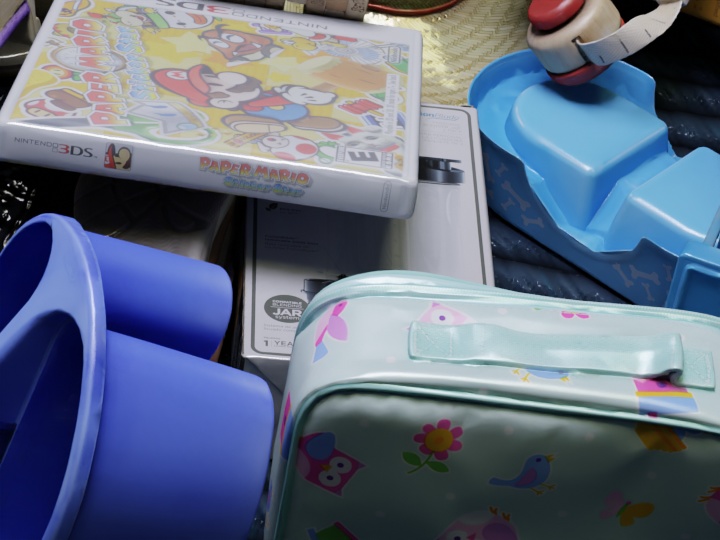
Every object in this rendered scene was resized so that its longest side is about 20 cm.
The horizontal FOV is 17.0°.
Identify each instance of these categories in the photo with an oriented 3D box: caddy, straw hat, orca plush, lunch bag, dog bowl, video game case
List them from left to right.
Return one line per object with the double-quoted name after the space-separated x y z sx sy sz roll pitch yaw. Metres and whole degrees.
-0.163 -0.058 1.128 0.105 0.071 0.200 23 41 16 "orca plush"
-0.115 0.076 0.887 0.105 0.200 0.142 11 33 -26 "caddy"
-0.062 -0.083 1.104 0.181 0.023 0.200 8 25 -1 "video game case"
0.017 -0.182 1.269 0.200 0.085 0.202 1 57 -2 "straw hat"
0.065 0.078 0.940 0.199 0.161 0.077 6 39 -3 "lunch bag"
0.138 -0.038 1.188 0.200 0.050 0.111 34 44 27 "dog bowl"

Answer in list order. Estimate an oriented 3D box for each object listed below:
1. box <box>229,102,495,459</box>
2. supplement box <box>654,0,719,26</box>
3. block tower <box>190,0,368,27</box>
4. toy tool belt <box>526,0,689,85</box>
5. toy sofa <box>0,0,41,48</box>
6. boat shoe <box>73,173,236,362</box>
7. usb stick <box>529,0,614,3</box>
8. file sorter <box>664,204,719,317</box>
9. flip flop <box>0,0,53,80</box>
0.000 0.000 1.102 0.116 0.060 0.200 4 40 -7 "box"
0.168 -0.187 1.333 0.200 0.069 0.066 26 27 36 "supplement box"
-0.092 -0.168 1.190 0.199 0.058 0.054 10 60 -4 "block tower"
0.115 -0.205 1.216 0.125 0.123 0.200 -5 45 48 "toy tool belt"
-0.221 -0.078 1.113 0.082 0.098 0.200 10 38 12 "toy sofa"
-0.091 0.005 1.070 0.075 0.072 0.200 2 44 9 "boat shoe"
0.043 -0.162 1.332 0.199 0.033 0.056 15 40 7 "usb stick"
0.230 0.050 1.031 0.199 0.139 0.123 19 37 11 "file sorter"
-0.136 -0.169 1.249 0.200 0.058 0.081 -31 48 -8 "flip flop"
